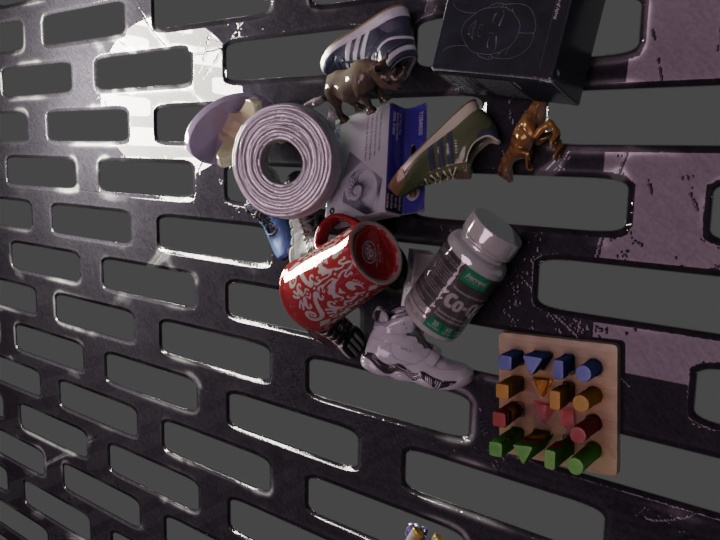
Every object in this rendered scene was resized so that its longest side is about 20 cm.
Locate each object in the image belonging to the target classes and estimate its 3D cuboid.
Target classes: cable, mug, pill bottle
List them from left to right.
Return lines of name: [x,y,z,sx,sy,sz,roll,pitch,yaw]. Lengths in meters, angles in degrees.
cable: [-0.130,-0.192,1.290,0.196,0.069,0.205,-11,96,14]
mug: [-0.039,-0.013,1.207,0.199,0.132,0.181,-31,79,49]
pill bottle: [0.166,0.007,1.180,0.113,0.112,0.202,45,118,24]

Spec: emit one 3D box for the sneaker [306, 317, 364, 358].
sneaker: [-0.084,0.089,1.371,0.114,0.076,0.201,8,141,47]

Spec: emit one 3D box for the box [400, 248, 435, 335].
box: [0.095,0.065,1.286,0.039,0.040,0.205,-137,51,-68]

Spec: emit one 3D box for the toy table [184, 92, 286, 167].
toy table: [-0.221,-0.255,1.399,0.116,0.199,0.186,34,151,38]

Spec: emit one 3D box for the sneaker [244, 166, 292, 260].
sneaker: [-0.192,-0.113,1.466,0.078,0.088,0.204,-30,77,38]

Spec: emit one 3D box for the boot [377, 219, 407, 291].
boot: [0.000,0.000,1.326,0.174,0.068,0.203,-47,39,33]

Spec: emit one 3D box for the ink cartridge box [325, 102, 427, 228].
ink cartridge box: [0.024,-0.186,1.280,0.197,0.040,0.204,-9,73,38]

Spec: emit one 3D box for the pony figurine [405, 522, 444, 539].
pony figurine: [0.078,0.563,1.323,0.192,0.166,0.202,38,102,19]

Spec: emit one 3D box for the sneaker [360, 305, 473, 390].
sneaker: [0.102,0.128,1.236,0.195,0.075,0.118,11,106,6]

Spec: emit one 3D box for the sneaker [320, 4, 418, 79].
sneaker: [0.016,-0.366,1.279,0.198,0.069,0.111,-24,79,35]

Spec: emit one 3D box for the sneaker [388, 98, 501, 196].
sneaker: [0.142,-0.176,1.178,0.200,0.067,0.090,-44,79,7]

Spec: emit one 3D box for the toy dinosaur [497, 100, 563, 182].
toy dinosaur: [0.264,-0.222,1.108,0.106,0.060,0.203,35,116,31]

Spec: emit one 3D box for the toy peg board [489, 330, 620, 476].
toy peg board: [0.289,0.210,1.123,0.197,0.097,0.204,3,98,37]

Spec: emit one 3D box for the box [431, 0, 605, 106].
box: [0.232,-0.362,1.053,0.194,0.123,0.205,17,95,37]

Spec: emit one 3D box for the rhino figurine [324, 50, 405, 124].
rhino figurine: [0.008,-0.313,1.229,0.198,0.060,0.088,-5,126,53]

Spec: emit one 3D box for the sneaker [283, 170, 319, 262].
sneaker: [-0.092,-0.084,1.382,0.115,0.074,0.205,24,122,60]
